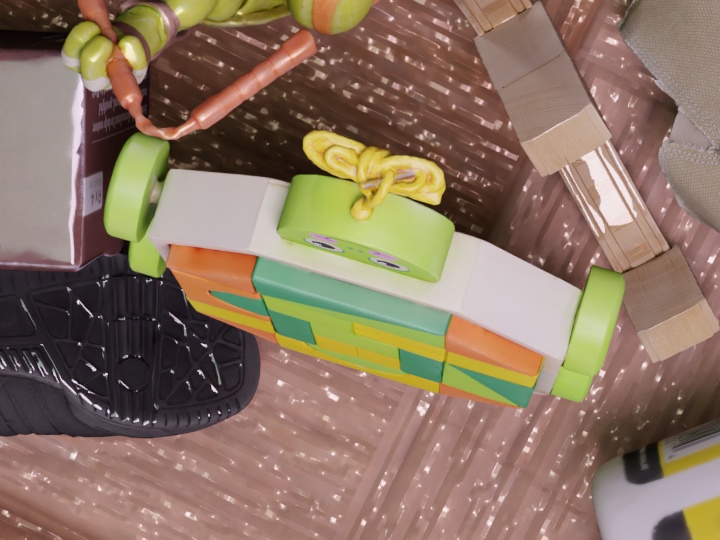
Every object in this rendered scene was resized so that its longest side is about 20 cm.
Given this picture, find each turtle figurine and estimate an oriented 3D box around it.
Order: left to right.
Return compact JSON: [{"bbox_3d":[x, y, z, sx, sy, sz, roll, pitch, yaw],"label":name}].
[{"bbox_3d":[-0.050,-0.113,0.774,0.161,0.200,0.065,26,144,20],"label":"turtle figurine"}]

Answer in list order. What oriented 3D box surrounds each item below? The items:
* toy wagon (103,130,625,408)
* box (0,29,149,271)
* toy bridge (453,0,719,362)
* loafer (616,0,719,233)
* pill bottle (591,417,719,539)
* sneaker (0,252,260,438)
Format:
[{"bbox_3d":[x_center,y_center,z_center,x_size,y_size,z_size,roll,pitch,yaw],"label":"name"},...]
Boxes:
[{"bbox_3d":[0.000,0.000,0.735,0.155,0.200,0.040,16,82,4],"label":"toy wagon"},{"bbox_3d":[-0.175,-0.045,0.799,0.199,0.100,0.075,5,99,6],"label":"box"},{"bbox_3d":[0.055,-0.058,0.760,0.027,0.067,0.200,-29,128,9],"label":"toy bridge"},{"bbox_3d":[0.135,-0.025,0.753,0.068,0.076,0.201,-37,51,28],"label":"loafer"},{"bbox_3d":[0.183,0.080,0.767,0.199,0.114,0.115,-21,95,10],"label":"pill bottle"},{"bbox_3d":[-0.143,0.031,0.824,0.199,0.104,0.060,5,73,-28],"label":"sneaker"}]
